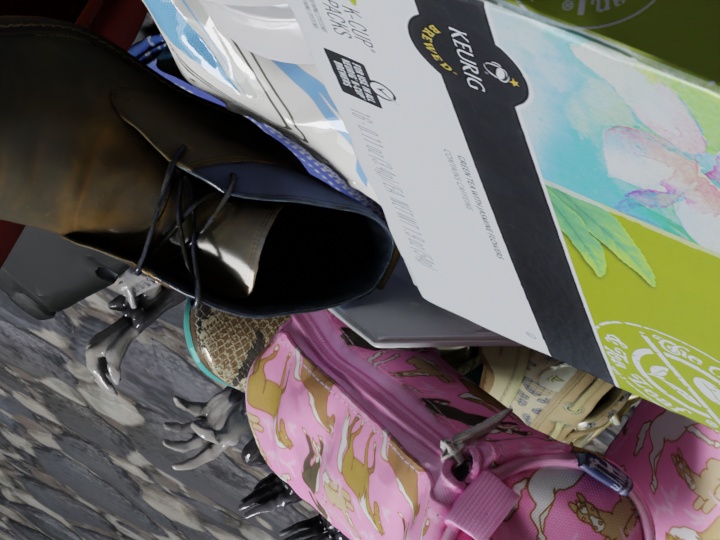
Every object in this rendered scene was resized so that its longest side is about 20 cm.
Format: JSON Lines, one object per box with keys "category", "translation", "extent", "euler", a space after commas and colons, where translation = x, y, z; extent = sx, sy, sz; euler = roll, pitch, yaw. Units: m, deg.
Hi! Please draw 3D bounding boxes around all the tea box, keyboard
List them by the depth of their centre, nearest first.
{"category": "tea box", "translation": [0.104, -0.055, 0.694], "extent": [0.196, 0.134, 0.200], "euler": [23, 160, 26]}
{"category": "keyboard", "translation": [0.000, 0.000, 1.018], "extent": [0.056, 0.011, 0.200], "euler": [-6, -164, -17]}

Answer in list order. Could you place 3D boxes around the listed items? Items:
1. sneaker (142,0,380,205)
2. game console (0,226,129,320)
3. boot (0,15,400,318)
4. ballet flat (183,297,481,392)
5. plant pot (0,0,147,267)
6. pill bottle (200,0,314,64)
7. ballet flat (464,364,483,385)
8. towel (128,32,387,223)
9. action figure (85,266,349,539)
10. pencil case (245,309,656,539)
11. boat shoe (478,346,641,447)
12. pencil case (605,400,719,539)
{"category": "sneaker", "translation": [-0.020, -0.072, 0.940], "extent": [0.200, 0.072, 0.072], "euler": [44, 126, -13]}
{"category": "game console", "translation": [-0.188, -0.083, 1.315], "extent": [0.175, 0.117, 0.200], "euler": [-26, 126, 34]}
{"category": "boot", "translation": [-0.072, -0.034, 0.923], "extent": [0.097, 0.075, 0.199], "euler": [25, -171, 38]}
{"category": "ballet flat", "translation": [0.005, 0.018, 1.116], "extent": [0.075, 0.068, 0.200], "euler": [-8, 173, 24]}
{"category": "plant pot", "translation": [-0.189, -0.087, 1.048], "extent": [0.199, 0.201, 0.176], "euler": [29, 175, 9]}
{"category": "pill bottle", "translation": [-0.034, -0.143, 0.731], "extent": [0.112, 0.113, 0.200], "euler": [23, 161, 26]}
{"category": "ballet flat", "translation": [0.046, 0.089, 1.184], "extent": [0.067, 0.064, 0.200], "euler": [26, -171, -10]}
{"category": "towel", "translation": [-0.004, -0.052, 1.075], "extent": [0.145, 0.024, 0.200], "euler": [38, 162, -19]}
{"category": "action figure", "translation": [-0.063, 0.041, 1.239], "extent": [0.201, 0.102, 0.119], "euler": [63, 170, -31]}
{"category": "pencil case", "translation": [0.025, 0.069, 0.941], "extent": [0.082, 0.087, 0.200], "euler": [3, -167, -22]}
{"category": "boat shoe", "translation": [0.085, 0.036, 1.059], "extent": [0.062, 0.074, 0.200], "euler": [26, 171, 12]}
{"category": "pencil case", "translation": [0.132, 0.063, 0.910], "extent": [0.086, 0.083, 0.200], "euler": [32, 135, 3]}
